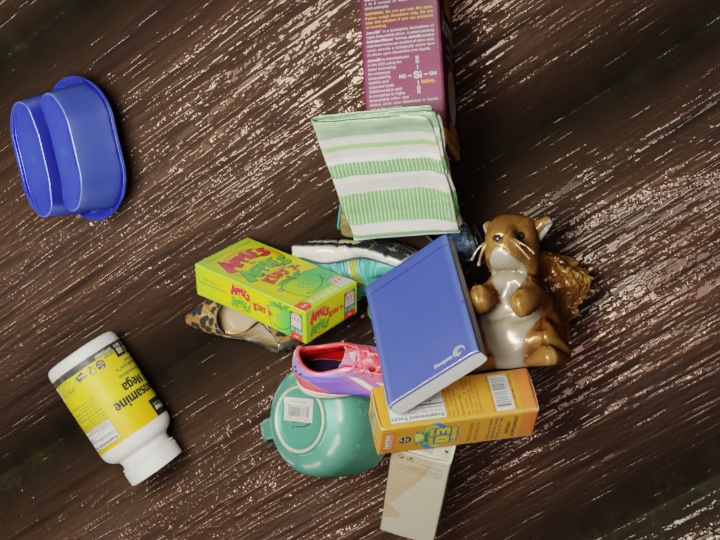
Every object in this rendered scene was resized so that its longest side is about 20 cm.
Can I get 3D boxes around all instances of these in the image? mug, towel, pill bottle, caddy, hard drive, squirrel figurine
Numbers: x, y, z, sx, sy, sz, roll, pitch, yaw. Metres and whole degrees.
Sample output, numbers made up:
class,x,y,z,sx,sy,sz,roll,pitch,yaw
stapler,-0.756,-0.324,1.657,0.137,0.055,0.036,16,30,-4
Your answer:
class,x,y,z,sx,sy,sz,roll,pitch,yaw
mug,-0.055,0.208,1.547,0.185,0.114,0.152,-51,58,22
towel,0.038,-0.112,1.395,0.151,0.024,0.201,-4,139,14
pill bottle,-0.342,0.197,1.643,0.112,0.112,0.201,-34,91,16
caddy,-0.394,-0.165,1.601,0.140,0.105,0.202,-6,99,37
hard drive,0.075,0.062,1.403,0.131,0.201,0.025,-34,129,20
squirrel figurine,0.203,0.025,1.453,0.140,0.199,0.189,-8,85,35

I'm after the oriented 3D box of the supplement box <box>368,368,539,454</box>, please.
class,x,y,z,sx,sy,sz,roll,pitch,yaw
supplement box,0.112,0.172,1.411,0.197,0.069,0.067,-5,142,-6

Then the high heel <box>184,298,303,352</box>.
class,x,y,z,sx,sy,sz,roll,pitch,yaw
high heel,-0.161,0.075,1.560,0.198,0.143,0.072,-6,110,14

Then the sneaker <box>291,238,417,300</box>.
class,x,y,z,sx,sy,sz,roll,pitch,yaw
sneaker,0.000,0.000,1.548,0.198,0.077,0.081,2,101,27

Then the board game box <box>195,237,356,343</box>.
class,x,y,z,sx,sy,sz,roll,pitch,yaw
board game box,-0.112,0.023,1.521,0.199,0.101,0.048,22,126,34

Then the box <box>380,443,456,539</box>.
class,x,y,z,sx,sy,sz,roll,pitch,yaw
box,0.079,0.260,1.510,0.077,0.095,0.201,14,137,7

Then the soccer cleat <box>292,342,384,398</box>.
class,x,y,z,sx,sy,sz,roll,pitch,yaw
soccer cleat,0.012,0.122,1.447,0.198,0.073,0.069,-1,56,11

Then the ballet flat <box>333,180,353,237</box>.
class,x,y,z,sx,sy,sz,roll,pitch,yaw
ballet flat,0.003,-0.106,1.484,0.070,0.201,0.071,0,57,1

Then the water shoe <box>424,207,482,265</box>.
class,x,y,z,sx,sy,sz,roll,pitch,yaw
water shoe,0.085,-0.091,1.502,0.200,0.079,0.072,44,95,5

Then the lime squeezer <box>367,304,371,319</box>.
class,x,y,z,sx,sy,sz,roll,pitch,yaw
lime squeezer,0.051,0.039,1.560,0.070,0.038,0.202,26,103,9

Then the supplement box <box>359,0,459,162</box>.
class,x,y,z,sx,sy,sz,roll,pitch,yaw
supplement box,0.063,-0.239,1.442,0.102,0.131,0.203,-4,85,13

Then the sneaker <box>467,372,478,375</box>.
class,x,y,z,sx,sy,sz,roll,pitch,yaw
sneaker,0.082,0.139,1.549,0.200,0.083,0.122,-50,44,45
